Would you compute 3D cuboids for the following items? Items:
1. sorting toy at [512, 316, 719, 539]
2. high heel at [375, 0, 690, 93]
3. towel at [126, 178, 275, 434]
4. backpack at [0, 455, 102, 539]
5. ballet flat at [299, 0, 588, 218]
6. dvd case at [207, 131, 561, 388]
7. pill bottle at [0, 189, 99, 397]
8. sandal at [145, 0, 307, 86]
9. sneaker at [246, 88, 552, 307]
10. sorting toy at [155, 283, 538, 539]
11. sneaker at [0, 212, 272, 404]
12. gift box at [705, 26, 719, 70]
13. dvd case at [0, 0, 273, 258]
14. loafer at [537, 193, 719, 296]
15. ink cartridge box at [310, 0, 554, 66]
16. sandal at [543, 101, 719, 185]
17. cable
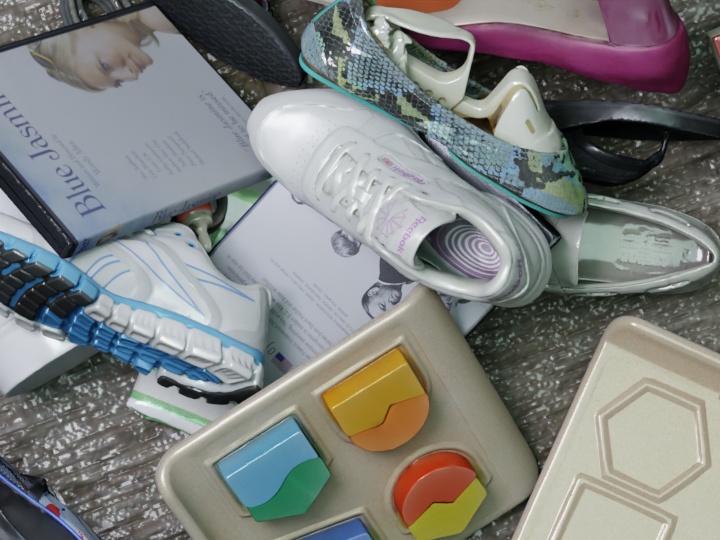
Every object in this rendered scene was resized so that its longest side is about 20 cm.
[{"bbox_3d":[0.199,0.153,1.711,0.185,0.036,0.200,24,90,3],"label":"sorting toy"},{"bbox_3d":[0.095,-0.134,1.673,0.200,0.096,0.067,1,47,20],"label":"high heel"},{"bbox_3d":[-0.043,0.021,1.737,0.152,0.023,0.200,22,85,3],"label":"towel"},{"bbox_3d":[-0.231,0.203,1.659,0.190,0.154,0.200,36,92,12],"label":"backpack"},{"bbox_3d":[0.061,-0.100,1.625,0.200,0.074,0.074,28,85,-16],"label":"ballet flat"},{"bbox_3d":[0.000,0.000,1.691,0.150,0.025,0.200,45,103,6],"label":"dvd case"},{"bbox_3d":[-0.225,-0.032,1.699,0.113,0.113,0.200,-31,86,-2],"label":"pill bottle"},{"bbox_3d":[-0.108,-0.188,1.736,0.200,0.075,0.048,36,68,4],"label":"sandal"},{"bbox_3d":[0.020,-0.046,1.620,0.200,0.100,0.075,31,101,10],"label":"sneaker"},{"bbox_3d":[-0.001,0.125,1.665,0.200,0.036,0.185,-35,129,-5],"label":"sorting toy"},{"bbox_3d":[-0.139,0.003,1.632,0.200,0.075,0.087,27,60,-19],"label":"sneaker"},{"bbox_3d":[0.319,-0.108,1.661,0.184,0.187,0.200,-18,100,1],"label":"gift box"},{"bbox_3d":[-0.148,-0.088,1.655,0.143,0.200,0.018,48,130,16],"label":"dvd case"},{"bbox_3d":[0.121,-0.020,1.706,0.200,0.070,0.070,3,90,-4],"label":"loafer"},{"bbox_3d":[0.060,-0.235,1.721,0.200,0.084,0.176,16,101,2],"label":"ink cartridge box"},{"bbox_3d":[0.123,-0.077,1.716,0.200,0.075,0.048,2,88,10],"label":"sandal"},{"bbox_3d":[-0.129,-0.096,1.720,0.097,0.050,0.200,1,68,-26],"label":"cable"}]
